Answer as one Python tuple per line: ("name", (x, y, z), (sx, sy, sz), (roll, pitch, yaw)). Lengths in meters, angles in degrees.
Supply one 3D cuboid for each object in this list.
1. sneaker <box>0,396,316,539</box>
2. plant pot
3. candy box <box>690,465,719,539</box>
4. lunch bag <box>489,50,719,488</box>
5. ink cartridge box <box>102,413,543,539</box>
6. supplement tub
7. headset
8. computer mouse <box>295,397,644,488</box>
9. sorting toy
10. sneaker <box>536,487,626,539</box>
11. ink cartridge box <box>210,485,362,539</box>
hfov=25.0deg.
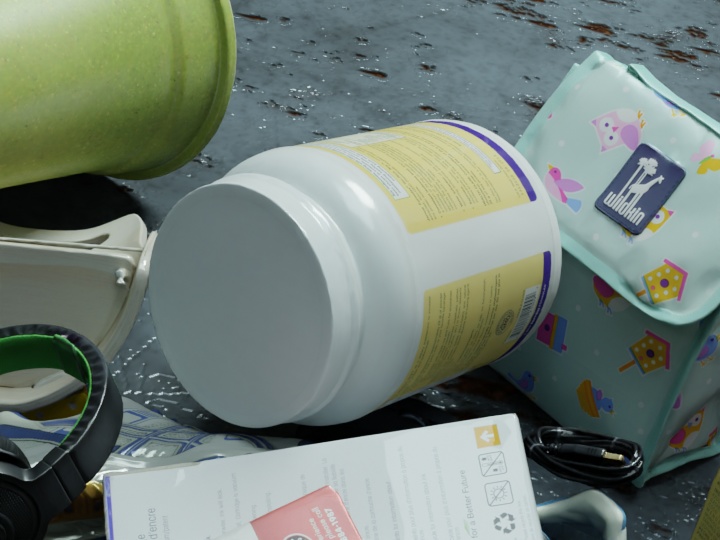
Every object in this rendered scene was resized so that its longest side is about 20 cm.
("sneaker", (-0.100, 0.097, 0.836), (0.199, 0.076, 0.088), (1, 37, -16))
("plant pot", (-0.208, -0.129, 0.985), (0.200, 0.201, 0.184), (29, 32, 21))
("candy box", (0.247, 0.095, 0.835), (0.116, 0.201, 0.057), (-10, 41, -28))
("lunch bag", (0.162, -0.005, 0.942), (0.122, 0.201, 0.170), (-16, 45, -41))
("ink cartridge box", (-0.009, 0.169, 0.724), (0.199, 0.043, 0.199), (-8, 57, -2))
("supplement tub", (0.000, 0.000, 0.866), (0.145, 0.146, 0.200), (35, 29, 28))
("headset", (-0.203, 0.089, 0.741), (0.123, 0.094, 0.200), (21, 54, 40))
("computer mouse", (0.055, 0.088, 0.871), (0.199, 0.034, 0.059), (1, 22, 23))
("sorting toy", (-0.202, 0.000, 0.928), (0.199, 0.107, 0.180), (5, 24, 3))
("sneaker", (0.052, 0.160, 0.800), (0.200, 0.073, 0.072), (-21, 49, -36))
("ink cartridge box", (-0.074, 0.187, 0.654), (0.199, 0.068, 0.117), (-23, 59, -12))
